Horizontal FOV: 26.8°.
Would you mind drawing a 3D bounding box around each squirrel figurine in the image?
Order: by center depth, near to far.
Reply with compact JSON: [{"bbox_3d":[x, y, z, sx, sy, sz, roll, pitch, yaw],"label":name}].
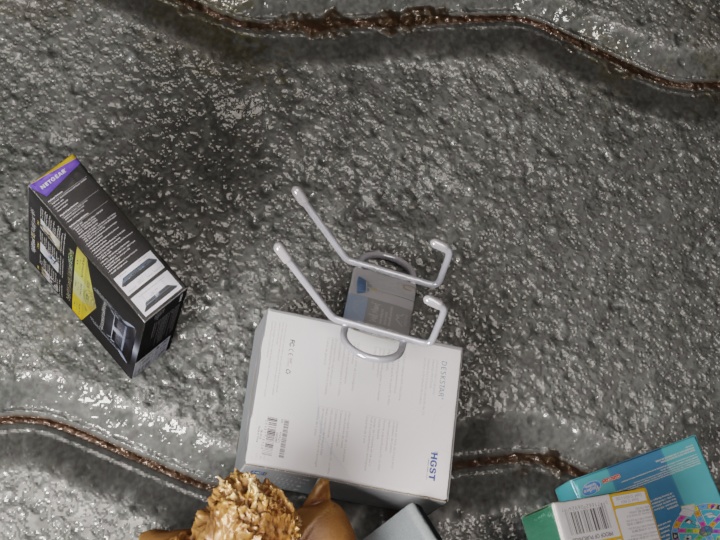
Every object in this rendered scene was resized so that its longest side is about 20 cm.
[{"bbox_3d":[-0.091,0.255,1.318,0.185,0.200,0.143,-18,68,-8],"label":"squirrel figurine"}]

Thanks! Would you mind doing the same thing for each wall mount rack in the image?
[{"bbox_3d":[0.000,0.000,1.458,0.172,0.075,0.200,17,29,-3],"label":"wall mount rack"}]

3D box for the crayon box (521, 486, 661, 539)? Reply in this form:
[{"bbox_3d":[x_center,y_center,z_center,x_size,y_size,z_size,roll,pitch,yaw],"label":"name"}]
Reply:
[{"bbox_3d":[0.235,0.310,1.397,0.125,0.051,0.202,-2,69,-36],"label":"crayon box"}]

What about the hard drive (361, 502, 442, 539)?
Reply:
[{"bbox_3d":[0.047,0.331,1.358,0.139,0.033,0.201,-38,61,7],"label":"hard drive"}]

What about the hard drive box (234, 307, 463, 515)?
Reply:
[{"bbox_3d":[-0.011,0.137,1.452,0.198,0.077,0.157,12,68,-10],"label":"hard drive box"}]

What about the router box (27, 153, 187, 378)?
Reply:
[{"bbox_3d":[-0.234,0.002,1.374,0.052,0.200,0.157,-39,84,-21],"label":"router box"}]

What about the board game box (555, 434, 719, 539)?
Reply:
[{"bbox_3d":[0.301,0.283,1.498,0.150,0.047,0.202,-16,75,-19],"label":"board game box"}]
